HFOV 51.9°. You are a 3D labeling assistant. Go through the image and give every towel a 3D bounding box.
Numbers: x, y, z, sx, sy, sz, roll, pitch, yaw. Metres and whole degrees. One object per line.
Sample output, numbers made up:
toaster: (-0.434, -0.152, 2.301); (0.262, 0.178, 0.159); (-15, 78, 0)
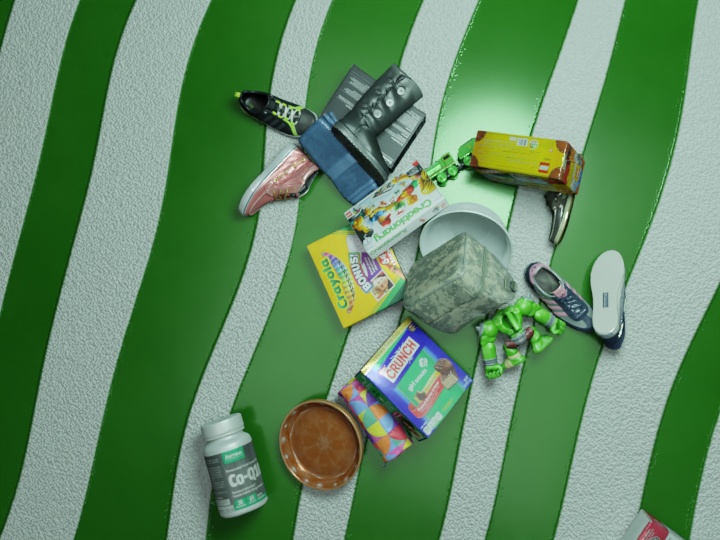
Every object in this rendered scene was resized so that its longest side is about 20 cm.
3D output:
towel: (-0.043, -0.243, 1.625); (0.201, 0.049, 0.111); (49, 136, -12)

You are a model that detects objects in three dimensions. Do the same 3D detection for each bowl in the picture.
bowl: (0.230, -0.075, 1.590); (0.197, 0.091, 0.204); (9, 133, 9)

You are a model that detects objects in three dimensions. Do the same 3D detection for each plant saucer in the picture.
plant saucer: (-0.086, 0.384, 1.638); (0.196, 0.032, 0.205); (3, 98, 19)

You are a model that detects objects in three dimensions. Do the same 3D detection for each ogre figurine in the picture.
ogre figurine: (0.335, 0.133, 1.592); (0.198, 0.098, 0.121); (-29, 97, 15)

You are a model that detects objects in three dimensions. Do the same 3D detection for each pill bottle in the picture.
pill bottle: (-0.283, 0.428, 1.635); (0.111, 0.113, 0.204); (-17, 87, 5)

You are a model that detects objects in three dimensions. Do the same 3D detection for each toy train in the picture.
toy train: (0.189, -0.226, 1.644); (0.198, 0.042, 0.057); (-32, 76, 4)

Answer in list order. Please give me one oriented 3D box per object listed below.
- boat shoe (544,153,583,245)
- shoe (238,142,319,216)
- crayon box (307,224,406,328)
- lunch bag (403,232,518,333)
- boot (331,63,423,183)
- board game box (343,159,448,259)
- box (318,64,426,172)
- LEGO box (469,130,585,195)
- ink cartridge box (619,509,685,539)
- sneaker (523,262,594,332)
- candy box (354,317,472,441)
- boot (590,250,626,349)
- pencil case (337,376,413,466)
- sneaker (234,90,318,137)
boat shoe: (0.432, -0.159, 1.606); (0.065, 0.072, 0.205); (15, 90, 16)
shoe: (-0.182, -0.184, 1.661); (0.091, 0.071, 0.201); (40, 88, 11)
crayon box: (0.000, 0.000, 1.645); (0.170, 0.058, 0.203); (-26, 86, 4)
lunch bag: (0.207, 0.041, 1.544); (0.167, 0.141, 0.199); (35, 135, -22)
boot: (0.059, -0.312, 1.568); (0.165, 0.065, 0.200); (47, 75, -13)
board game box: (0.074, -0.130, 1.572); (0.199, 0.035, 0.127); (-36, 55, 5)
box: (0.028, -0.335, 1.642); (0.199, 0.079, 0.142); (36, 90, 5)
LEGO box: (0.347, -0.224, 1.538); (0.197, 0.148, 0.079); (14, 90, 31)
ink cartridge box: (0.643, 0.629, 1.554); (0.198, 0.086, 0.149); (34, 92, 7)
sneaker: (0.434, 0.061, 1.589); (0.199, 0.082, 0.070); (40, 91, 5)
candy box: (0.114, 0.233, 1.590); (0.200, 0.077, 0.169); (43, 66, 5)
boot: (0.537, 0.064, 1.592); (0.072, 0.090, 0.203); (-1, 61, 32)
pencil case: (0.033, 0.325, 1.623); (0.088, 0.088, 0.202); (-34, 85, 4)
sneaker: (-0.192, -0.354, 1.661); (0.196, 0.083, 0.073); (18, 91, 6)
